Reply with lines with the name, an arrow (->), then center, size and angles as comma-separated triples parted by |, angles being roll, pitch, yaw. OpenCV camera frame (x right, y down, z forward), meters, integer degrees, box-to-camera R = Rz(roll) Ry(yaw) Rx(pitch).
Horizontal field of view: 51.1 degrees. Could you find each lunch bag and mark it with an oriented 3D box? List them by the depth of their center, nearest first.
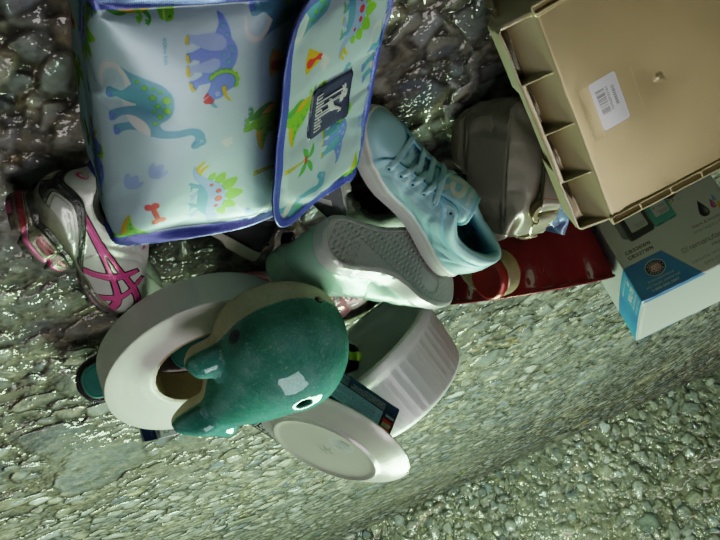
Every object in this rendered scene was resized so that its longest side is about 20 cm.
lunch bag -> -0.078, -0.121, 0.491 | 0.197, 0.128, 0.172 | -11, 137, -25

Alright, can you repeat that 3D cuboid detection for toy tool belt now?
toy tool belt -> 0.170, -0.080, 0.769 | 0.121, 0.124, 0.204 | -16, 111, -35

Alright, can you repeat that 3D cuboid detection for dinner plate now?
dinner plate -> -0.038, 0.200, 0.871 | 0.197, 0.024, 0.202 | 17, 145, 12

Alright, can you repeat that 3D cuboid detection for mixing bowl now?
mixing bowl -> 0.195, -0.028, 0.904 | 0.196, 0.111, 0.200 | -10, 179, 0

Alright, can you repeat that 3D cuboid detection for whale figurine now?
whale figurine -> -0.092, 0.104, 0.698 | 0.158, 0.104, 0.200 | 16, 124, -48

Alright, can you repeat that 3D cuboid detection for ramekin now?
ramekin -> 0.035, 0.128, 0.984 | 0.200, 0.098, 0.201 | -39, -166, 11

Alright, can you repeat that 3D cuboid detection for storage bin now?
storage bin -> 0.224, -0.168, 0.614 | 0.196, 0.094, 0.202 | -27, 117, 8

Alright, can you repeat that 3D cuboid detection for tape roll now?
tape roll -> -0.157, 0.084, 0.748 | 0.200, 0.037, 0.204 | -22, 145, -16

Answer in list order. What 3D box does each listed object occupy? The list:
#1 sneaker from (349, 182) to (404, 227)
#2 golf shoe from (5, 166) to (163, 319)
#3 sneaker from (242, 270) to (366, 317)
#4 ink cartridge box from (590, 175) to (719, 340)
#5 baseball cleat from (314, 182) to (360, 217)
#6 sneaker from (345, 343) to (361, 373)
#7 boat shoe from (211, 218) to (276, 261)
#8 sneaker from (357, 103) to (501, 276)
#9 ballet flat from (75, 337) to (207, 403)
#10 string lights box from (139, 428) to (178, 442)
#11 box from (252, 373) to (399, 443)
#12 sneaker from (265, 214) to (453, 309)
sneaker -> 0.059, -0.067, 0.800 | 0.197, 0.075, 0.080 | -12, 146, -23
golf shoe -> -0.212, -0.018, 0.657 | 0.091, 0.073, 0.200 | -24, 154, 2
sneaker -> -0.059, 0.019, 0.850 | 0.104, 0.076, 0.199 | -33, 160, 26
ink cartridge box -> 0.358, -0.052, 0.931 | 0.145, 0.202, 0.146 | -26, 152, 5
baseball cleat -> -0.061, -0.102, 0.658 | 0.104, 0.071, 0.201 | -11, 149, 4
sneaker -> -0.068, 0.119, 0.954 | 0.082, 0.073, 0.199 | 9, 169, -33
boat shoe -> -0.129, -0.069, 0.658 | 0.063, 0.073, 0.200 | -47, 153, 2
sneaker -> 0.070, -0.078, 0.700 | 0.081, 0.075, 0.200 | -7, 135, 43
ballet flat -> -0.229, 0.095, 0.870 | 0.197, 0.074, 0.073 | -21, 155, -21
string lights box -> -0.220, 0.172, 0.946 | 0.101, 0.060, 0.200 | -11, 171, -24
box -> -0.061, 0.167, 0.897 | 0.136, 0.038, 0.200 | 34, 146, -12
sneaker -> 0.000, 0.000, 0.759 | 0.198, 0.075, 0.117 | 18, 155, -41
